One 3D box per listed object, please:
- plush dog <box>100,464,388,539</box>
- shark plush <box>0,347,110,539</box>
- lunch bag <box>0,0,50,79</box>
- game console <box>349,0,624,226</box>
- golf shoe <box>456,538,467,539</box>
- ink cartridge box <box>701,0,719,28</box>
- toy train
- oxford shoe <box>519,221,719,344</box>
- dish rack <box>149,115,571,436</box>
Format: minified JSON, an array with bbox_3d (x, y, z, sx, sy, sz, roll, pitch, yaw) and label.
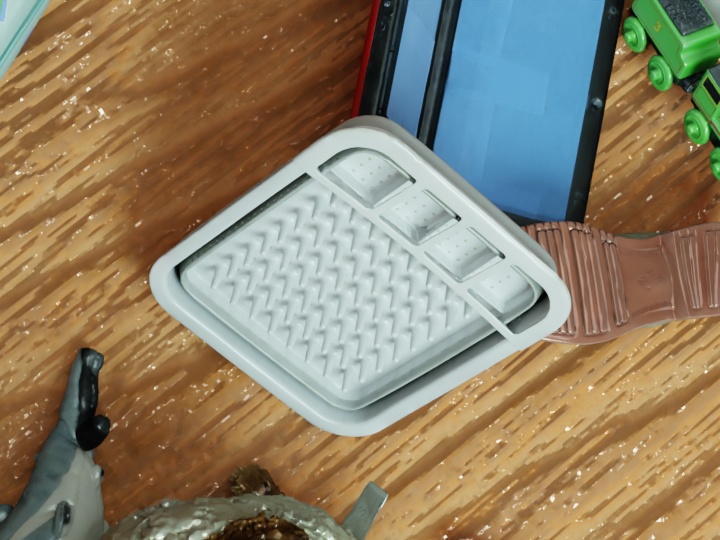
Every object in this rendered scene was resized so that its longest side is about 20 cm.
[{"bbox_3d":[-0.072,0.166,1.162,0.199,0.172,0.161,-23,67,21],"label":"plush dog"},{"bbox_3d":[-0.187,0.136,1.196,0.083,0.091,0.201,16,87,17],"label":"shark plush"},{"bbox_3d":[-0.274,-0.165,1.182,0.199,0.077,0.161,32,80,-11],"label":"lunch bag"},{"bbox_3d":[0.076,-0.122,1.258,0.118,0.172,0.202,9,83,13],"label":"game console"},{"bbox_3d":[0.028,0.243,1.254,0.097,0.078,0.200,41,71,8],"label":"golf shoe"},{"bbox_3d":[0.225,-0.238,1.299,0.199,0.125,0.129,36,78,-11],"label":"ink cartridge box"},{"bbox_3d":[0.220,-0.090,1.291,0.042,0.056,0.201,-22,68,-24],"label":"toy train"},{"bbox_3d":[0.135,0.010,1.283,0.199,0.074,0.071,0,83,-20],"label":"oxford shoe"},{"bbox_3d":[0.000,0.000,1.197,0.171,0.200,0.044,38,41,-22],"label":"dish rack"}]
